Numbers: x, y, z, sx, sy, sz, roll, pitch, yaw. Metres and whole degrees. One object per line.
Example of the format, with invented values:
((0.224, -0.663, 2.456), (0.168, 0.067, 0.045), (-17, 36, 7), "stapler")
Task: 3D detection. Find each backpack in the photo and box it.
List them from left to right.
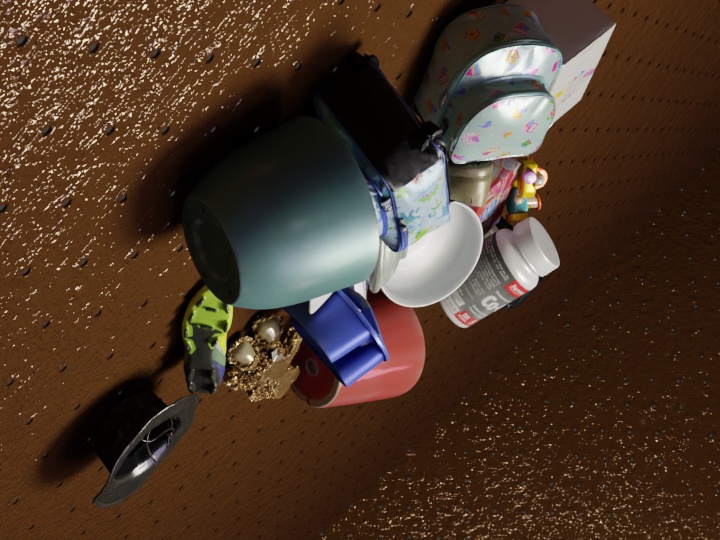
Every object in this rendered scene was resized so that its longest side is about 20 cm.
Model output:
((0.015, -0.117, 1.447), (0.146, 0.184, 0.201), (-34, 150, -7), "backpack")
((0.175, -0.247, 1.610), (0.173, 0.154, 0.201), (-7, 139, -20), "backpack")

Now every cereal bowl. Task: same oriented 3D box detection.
((0.096, -0.046, 1.963), (0.198, 0.083, 0.202), (-16, 129, -21), "cereal bowl")

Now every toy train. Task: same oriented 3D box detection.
((0.277, -0.174, 2.033), (0.055, 0.152, 0.201), (-3, 141, -7), "toy train")

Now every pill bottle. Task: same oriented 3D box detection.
((0.229, 0.002, 2.045), (0.199, 0.115, 0.114), (-32, 170, 23), "pill bottle")

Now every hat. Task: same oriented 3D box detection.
((-0.309, 0.222, 1.638), (0.201, 0.081, 0.201), (-48, 169, -13), "hat")

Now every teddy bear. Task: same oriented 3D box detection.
((-0.154, 0.131, 1.869), (0.146, 0.066, 0.200), (-56, 157, -1), "teddy bear")

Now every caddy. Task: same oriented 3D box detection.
((-0.035, 0.072, 1.776), (0.105, 0.200, 0.142), (-38, 137, -9), "caddy")

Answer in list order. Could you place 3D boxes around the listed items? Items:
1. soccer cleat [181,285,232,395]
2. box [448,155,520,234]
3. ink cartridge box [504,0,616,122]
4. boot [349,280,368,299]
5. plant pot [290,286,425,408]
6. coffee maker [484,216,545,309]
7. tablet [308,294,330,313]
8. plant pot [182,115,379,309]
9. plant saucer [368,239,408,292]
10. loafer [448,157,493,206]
((-0.207, 0.080, 1.625), (0.084, 0.064, 0.202), (-90, -171, -47), "soccer cleat")
((0.186, -0.130, 2.032), (0.099, 0.095, 0.201), (-41, 163, -23), "box")
((0.259, -0.302, 1.758), (0.125, 0.128, 0.201), (-38, 163, -25), "ink cartridge box")
((0.000, 0.000, 1.858), (0.090, 0.072, 0.202), (-39, 148, -35), "boot")
((-0.022, 0.136, 1.993), (0.176, 0.201, 0.201), (-16, 147, -45), "plant pot")
((0.251, -0.042, 2.218), (0.191, 0.200, 0.135), (-27, 156, -48), "coffee maker")
((-0.025, -0.021, 1.626), (0.130, 0.014, 0.200), (-50, 168, -20), "tablet")
((-0.101, -0.050, 1.342), (0.160, 0.201, 0.201), (-24, 155, -28), "plant pot")
((0.039, -0.070, 1.660), (0.049, 0.203, 0.201), (2, 153, -3), "plant saucer")
((0.102, -0.124, 1.701), (0.075, 0.199, 0.069), (-15, 105, -39), "loafer")
